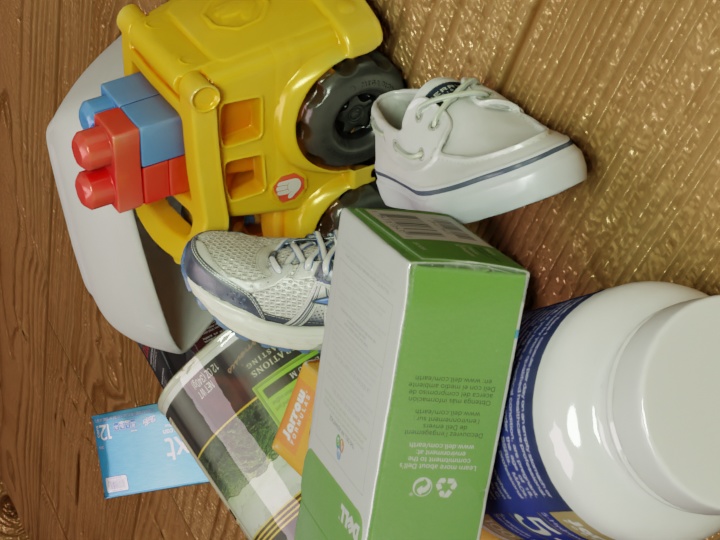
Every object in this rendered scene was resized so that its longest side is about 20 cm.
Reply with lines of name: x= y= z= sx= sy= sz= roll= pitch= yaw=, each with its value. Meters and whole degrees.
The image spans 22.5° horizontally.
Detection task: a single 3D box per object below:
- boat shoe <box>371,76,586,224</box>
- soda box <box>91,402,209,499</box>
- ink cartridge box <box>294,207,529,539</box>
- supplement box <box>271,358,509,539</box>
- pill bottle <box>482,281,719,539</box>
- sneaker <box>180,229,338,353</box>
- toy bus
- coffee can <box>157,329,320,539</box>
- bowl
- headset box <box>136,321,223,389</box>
boat shoe: x=0.046 y=-0.066 z=0.936 sx=0.200 sy=0.073 sz=0.067 roll=4 pitch=116 yaw=67
soda box: x=-0.094 y=0.117 z=1.308 sx=0.200 sy=0.068 sz=0.064 roll=-12 pitch=86 yaw=30
ink cartridge box: x=0.018 y=0.079 z=0.853 sx=0.104 sy=0.059 sz=0.201 roll=-138 pitch=55 yaw=-66
supplement box: x=0.039 y=0.125 z=0.986 sx=0.200 sy=0.069 sz=0.067 roll=40 pitch=120 yaw=39
pill bottle: x=0.121 y=0.068 z=0.832 sx=0.120 sy=0.119 sz=0.200 roll=67 pitch=159 yaw=0
sneaker: x=0.000 y=0.000 z=1.017 sx=0.077 sy=0.199 sz=0.085 roll=-78 pitch=2 yaw=-52
toy bus: x=-0.081 y=-0.069 z=1.074 sx=0.136 sy=0.192 sz=0.200 roll=45 pitch=149 yaw=40
coffee can: x=-0.014 y=0.126 z=1.146 sx=0.200 sy=0.146 sz=0.146 roll=54 pitch=156 yaw=13
bowl: x=-0.138 y=-0.068 z=1.212 sx=0.074 sy=0.200 sz=0.200 roll=2 pitch=123 yaw=21
headset box: x=-0.108 y=0.075 z=1.447 sx=0.200 sy=0.077 sz=0.149 roll=57 pitch=157 yaw=19
